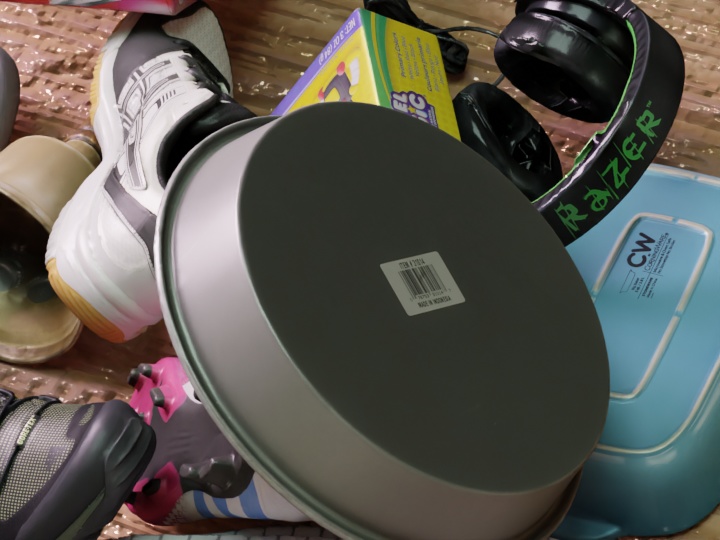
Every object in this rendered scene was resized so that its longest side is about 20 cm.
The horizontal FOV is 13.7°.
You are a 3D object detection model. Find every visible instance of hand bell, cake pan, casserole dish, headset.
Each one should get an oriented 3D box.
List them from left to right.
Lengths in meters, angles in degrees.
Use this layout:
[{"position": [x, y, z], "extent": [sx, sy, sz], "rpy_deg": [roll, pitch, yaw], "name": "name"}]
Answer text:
[{"position": [-0.122, -0.058, 1.369], "extent": [0.104, 0.104, 0.200], "rpy_deg": [14, 42, 23], "name": "hand bell"}, {"position": [0.015, 0.017, 1.127], "extent": [0.200, 0.037, 0.200], "rpy_deg": [24, 45, -26], "name": "cake pan"}, {"position": [0.064, -0.079, 1.307], "extent": [0.124, 0.094, 0.200], "rpy_deg": [-51, 25, 3], "name": "headset"}, {"position": [0.118, 0.025, 1.260], "extent": [0.121, 0.039, 0.200], "rpy_deg": [14, 54, 22], "name": "casserole dish"}]

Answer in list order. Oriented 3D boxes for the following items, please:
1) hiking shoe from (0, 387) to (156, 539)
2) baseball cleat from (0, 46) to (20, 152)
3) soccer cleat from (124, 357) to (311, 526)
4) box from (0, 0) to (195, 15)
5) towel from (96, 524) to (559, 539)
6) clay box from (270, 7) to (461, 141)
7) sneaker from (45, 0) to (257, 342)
[{"position": [-0.168, 0.074, 1.194], "extent": [0.200, 0.101, 0.076], "rpy_deg": [-15, 36, 44], "name": "hiking shoe"}, {"position": [-0.224, -0.045, 1.350], "extent": [0.070, 0.106, 0.200], "rpy_deg": [29, 66, 16], "name": "baseball cleat"}, {"position": [-0.042, 0.074, 1.194], "extent": [0.086, 0.200, 0.070], "rpy_deg": [14, 84, -18], "name": "soccer cleat"}, {"position": [-0.096, -0.190, 1.395], "extent": [0.100, 0.096, 0.200], "rpy_deg": [6, 21, 18], "name": "box"}, {"position": [-0.016, 0.180, 1.132], "extent": [0.200, 0.086, 0.166], "rpy_deg": [-2, 46, 9], "name": "towel"}, {"position": [0.000, 0.000, 1.259], "extent": [0.048, 0.115, 0.200], "rpy_deg": [19, 41, -29], "name": "clay box"}, {"position": [-0.071, -0.055, 1.298], "extent": [0.088, 0.076, 0.200], "rpy_deg": [-30, 35, 31], "name": "sneaker"}]
